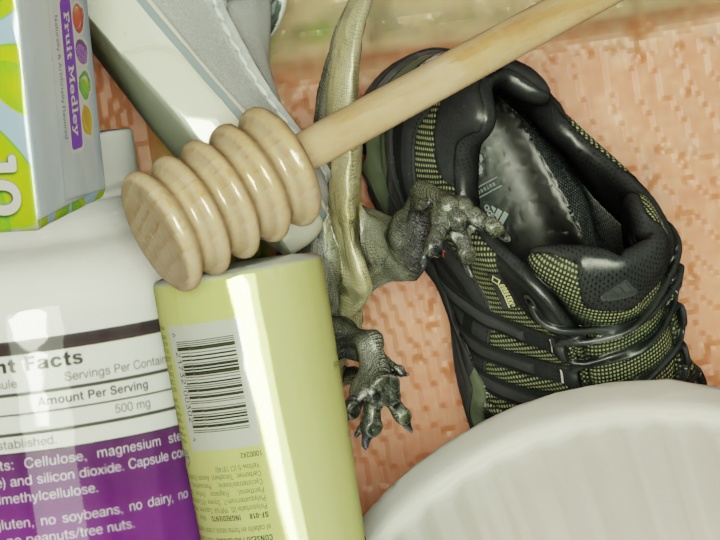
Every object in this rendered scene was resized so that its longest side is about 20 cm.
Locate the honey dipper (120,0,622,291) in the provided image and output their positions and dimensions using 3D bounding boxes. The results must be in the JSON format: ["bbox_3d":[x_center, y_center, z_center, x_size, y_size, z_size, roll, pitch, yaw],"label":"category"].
[{"bbox_3d":[0.023,-0.054,0.823,0.200,0.038,0.038,-29,97,-22],"label":"honey dipper"}]

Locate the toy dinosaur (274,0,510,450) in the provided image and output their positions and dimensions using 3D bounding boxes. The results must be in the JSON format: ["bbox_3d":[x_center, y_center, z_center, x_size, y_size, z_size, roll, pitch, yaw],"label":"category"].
[{"bbox_3d":[0.000,0.000,0.874,0.047,0.088,0.201,0,112,-29],"label":"toy dinosaur"}]

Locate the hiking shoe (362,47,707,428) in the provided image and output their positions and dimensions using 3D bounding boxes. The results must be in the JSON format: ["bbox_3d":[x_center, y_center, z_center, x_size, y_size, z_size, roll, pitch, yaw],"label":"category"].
[{"bbox_3d":[0.068,0.019,0.893,0.076,0.101,0.200,-34,97,-14],"label":"hiking shoe"}]

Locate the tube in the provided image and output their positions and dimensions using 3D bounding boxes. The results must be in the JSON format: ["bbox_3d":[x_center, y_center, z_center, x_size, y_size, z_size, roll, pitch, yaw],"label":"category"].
[{"bbox_3d":[-0.020,0.096,0.829,0.052,0.058,0.201,-9,92,11],"label":"tube"}]

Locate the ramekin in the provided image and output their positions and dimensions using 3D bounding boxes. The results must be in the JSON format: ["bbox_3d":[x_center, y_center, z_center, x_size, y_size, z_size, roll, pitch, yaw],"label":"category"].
[{"bbox_3d":[0.085,0.143,0.874,0.202,0.094,0.203,-4,120,-7],"label":"ramekin"}]

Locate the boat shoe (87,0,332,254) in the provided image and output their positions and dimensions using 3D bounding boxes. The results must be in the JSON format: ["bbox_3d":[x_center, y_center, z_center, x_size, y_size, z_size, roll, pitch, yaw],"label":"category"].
[{"bbox_3d":[-0.059,-0.098,0.867,0.071,0.070,0.201,-35,74,-6],"label":"boat shoe"}]

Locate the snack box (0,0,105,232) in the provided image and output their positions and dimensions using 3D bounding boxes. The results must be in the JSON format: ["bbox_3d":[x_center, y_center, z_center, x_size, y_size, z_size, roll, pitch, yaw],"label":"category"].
[{"bbox_3d":[-0.152,-0.111,0.785,0.142,0.053,0.201,-2,100,18],"label":"snack box"}]

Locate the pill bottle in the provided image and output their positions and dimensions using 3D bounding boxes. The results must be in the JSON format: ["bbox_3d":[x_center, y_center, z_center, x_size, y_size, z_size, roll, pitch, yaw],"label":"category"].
[{"bbox_3d":[-0.095,0.060,0.874,0.112,0.112,0.201,-8,94,-6],"label":"pill bottle"}]
